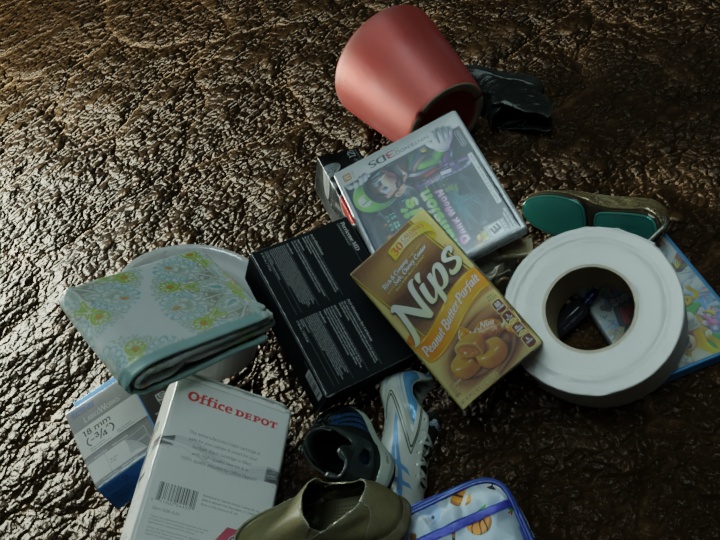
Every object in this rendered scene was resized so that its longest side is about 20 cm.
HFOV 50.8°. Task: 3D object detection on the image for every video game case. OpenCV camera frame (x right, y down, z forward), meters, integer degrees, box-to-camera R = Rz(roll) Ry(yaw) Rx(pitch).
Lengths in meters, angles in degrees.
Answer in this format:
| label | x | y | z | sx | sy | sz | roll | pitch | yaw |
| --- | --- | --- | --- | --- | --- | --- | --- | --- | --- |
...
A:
| label | x | y | z | sx | sy | sz | roll | pitch | yaw |
| --- | --- | --- | --- | --- | --- | --- | --- | --- | --- |
| video game case | 0.359 | 0.042 | 0.933 | 0.143 | 0.018 | 0.200 | -22 | 47 | 0 |
| video game case | 0.082 | -0.086 | 0.950 | 0.181 | 0.023 | 0.200 | -28 | 62 | 5 |

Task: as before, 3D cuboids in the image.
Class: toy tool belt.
| label | x | y | z | sx | sy | sz | roll | pitch | yaw |
| --- | --- | --- | --- | --- | --- | --- | --- | --- | --- |
| toy tool belt | 0.144 | -0.049 | 1.001 | 0.123 | 0.125 | 0.200 | -38 | 40 | 12 |

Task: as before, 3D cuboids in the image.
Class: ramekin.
| label | x | y | z | sx | sy | sz | roll | pitch | yaw |
| --- | --- | --- | --- | --- | --- | --- | --- | --- | --- |
| ramekin | -0.222 | 0.060 | 1.011 | 0.200 | 0.098 | 0.201 | 8 | 34 | -6 |

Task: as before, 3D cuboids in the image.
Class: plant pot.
| label | x | y | z | sx | sy | sz | roll | pitch | yaw |
| --- | --- | --- | --- | --- | --- | --- | --- | --- | --- |
| plant pot | 0.085 | -0.284 | 1.195 | 0.200 | 0.201 | 0.177 | -32 | 59 | -10 |

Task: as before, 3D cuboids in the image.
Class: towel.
| label | x | y | z | sx | sy | sz | roll | pitch | yaw |
| --- | --- | --- | --- | --- | --- | --- | --- | --- | --- |
| towel | -0.225 | 0.054 | 0.895 | 0.200 | 0.048 | 0.171 | -20 | 43 | -38 |

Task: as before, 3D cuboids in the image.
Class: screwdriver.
| label | x | y | z | sx | sy | sz | roll | pitch | yaw |
| --- | --- | --- | --- | --- | --- | --- | --- | --- | --- |
| screwdriver | 0.302 | 0.010 | 0.936 | 0.029 | 0.028 | 0.200 | 41 | 91 | 18 |

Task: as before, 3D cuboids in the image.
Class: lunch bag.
| label | x | y | z | sx | sy | sz | roll | pitch | yaw |
| --- | --- | --- | --- | --- | --- | --- | --- | --- | --- |
| lunch bag | 0.078 | 0.299 | 0.742 | 0.199 | 0.076 | 0.161 | -23 | 66 | -1 |

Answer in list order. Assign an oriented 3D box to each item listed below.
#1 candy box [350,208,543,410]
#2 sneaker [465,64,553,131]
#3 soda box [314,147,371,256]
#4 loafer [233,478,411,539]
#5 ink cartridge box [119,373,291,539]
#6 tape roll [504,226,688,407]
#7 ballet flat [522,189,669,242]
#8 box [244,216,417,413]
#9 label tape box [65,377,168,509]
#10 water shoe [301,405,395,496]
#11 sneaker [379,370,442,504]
| label | x | y | z | sx | sy | sz | roll | pitch | yaw |
| --- | --- | --- | --- | --- | --- | --- | --- | --- | --- |
| candy box | 0.097 | 0.043 | 0.858 | 0.115 | 0.055 | 0.200 | -42 | 78 | 8 |
| sneaker | 0.219 | -0.273 | 1.218 | 0.199 | 0.060 | 0.104 | 12 | 51 | 22 |
| soda box | 0.005 | -0.070 | 1.027 | 0.063 | 0.071 | 0.200 | -18 | 59 | -19 |
| loafer | -0.048 | 0.243 | 0.744 | 0.200 | 0.068 | 0.076 | -22 | 27 | 20 |
| ink cartridge box | -0.172 | 0.234 | 0.855 | 0.145 | 0.085 | 0.200 | 23 | 51 | -17 |
| tape roll | 0.270 | 0.052 | 0.876 | 0.202 | 0.071 | 0.203 | -10 | 65 | 23 |
| ballet flat | 0.317 | -0.074 | 1.017 | 0.200 | 0.071 | 0.065 | 17 | 34 | 38 |
| box | -0.035 | 0.052 | 0.939 | 0.141 | 0.079 | 0.200 | -23 | 72 | -22 |
| label tape box | -0.303 | 0.186 | 0.997 | 0.144 | 0.063 | 0.200 | -34 | 49 | -12 |
| water shoe | -0.027 | 0.187 | 0.844 | 0.072 | 0.079 | 0.200 | -62 | 22 | -5 |
| sneaker | 0.058 | 0.201 | 0.861 | 0.072 | 0.072 | 0.200 | -13 | 49 | 16 |
